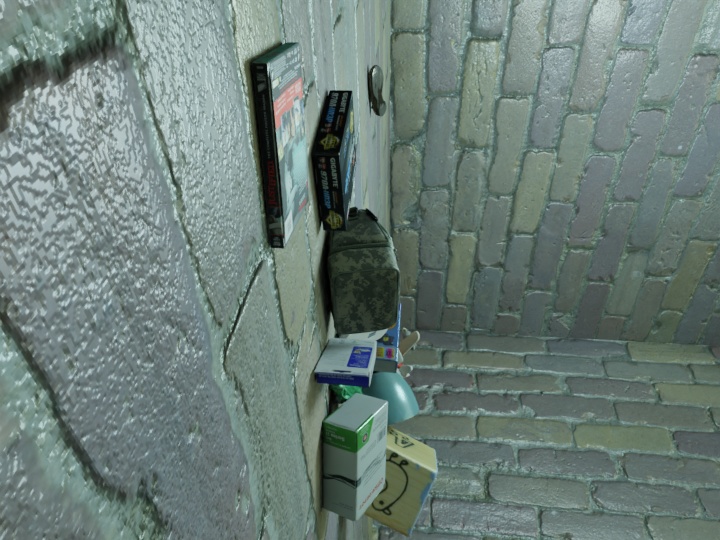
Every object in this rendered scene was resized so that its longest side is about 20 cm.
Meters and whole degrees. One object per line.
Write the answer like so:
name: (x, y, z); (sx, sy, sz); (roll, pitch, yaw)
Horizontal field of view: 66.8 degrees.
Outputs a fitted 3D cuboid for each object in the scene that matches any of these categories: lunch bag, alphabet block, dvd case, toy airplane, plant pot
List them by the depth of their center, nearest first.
dvd case: (-0.088, -0.148, 0.636); (0.147, 0.022, 0.203); (-78, 168, -60)
lunch bag: (0.000, 0.000, 1.070); (0.202, 0.137, 0.169); (87, -8, -47)
alphabet block: (0.081, 0.554, 1.486); (0.196, 0.198, 0.198); (27, 87, -85)
plant pot: (0.059, 0.354, 1.568); (0.200, 0.197, 0.137); (19, 59, -84)
toy airplane: (0.108, 0.291, 1.911); (0.141, 0.197, 0.203); (-31, 125, -68)

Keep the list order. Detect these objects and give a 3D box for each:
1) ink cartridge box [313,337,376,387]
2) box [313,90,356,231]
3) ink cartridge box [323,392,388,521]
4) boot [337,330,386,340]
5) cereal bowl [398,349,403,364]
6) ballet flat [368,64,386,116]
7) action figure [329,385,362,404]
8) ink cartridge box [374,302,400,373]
ink cartridge box: (-0.025, 0.174, 1.016); (0.200, 0.098, 0.040); (-54, 147, -79)
box: (-0.040, -0.196, 0.964); (0.160, 0.045, 0.202); (87, 8, -46)
ink cartridge box: (-0.010, 0.381, 1.129); (0.146, 0.082, 0.204); (-23, 117, -60)
boot: (-0.016, 0.133, 1.295); (0.199, 0.090, 0.074); (-6, 126, -59)
cereal bowl: (0.040, 0.195, 1.572); (0.202, 0.083, 0.200); (59, -5, 9)
ballet flat: (0.047, -0.574, 1.746); (0.068, 0.046, 0.201); (-53, 157, -16)
action figure: (-0.031, 0.263, 1.216); (0.200, 0.054, 0.120); (58, 35, -68)
ink cartridge box: (0.034, 0.152, 1.412); (0.077, 0.134, 0.202); (93, 2, -54)
